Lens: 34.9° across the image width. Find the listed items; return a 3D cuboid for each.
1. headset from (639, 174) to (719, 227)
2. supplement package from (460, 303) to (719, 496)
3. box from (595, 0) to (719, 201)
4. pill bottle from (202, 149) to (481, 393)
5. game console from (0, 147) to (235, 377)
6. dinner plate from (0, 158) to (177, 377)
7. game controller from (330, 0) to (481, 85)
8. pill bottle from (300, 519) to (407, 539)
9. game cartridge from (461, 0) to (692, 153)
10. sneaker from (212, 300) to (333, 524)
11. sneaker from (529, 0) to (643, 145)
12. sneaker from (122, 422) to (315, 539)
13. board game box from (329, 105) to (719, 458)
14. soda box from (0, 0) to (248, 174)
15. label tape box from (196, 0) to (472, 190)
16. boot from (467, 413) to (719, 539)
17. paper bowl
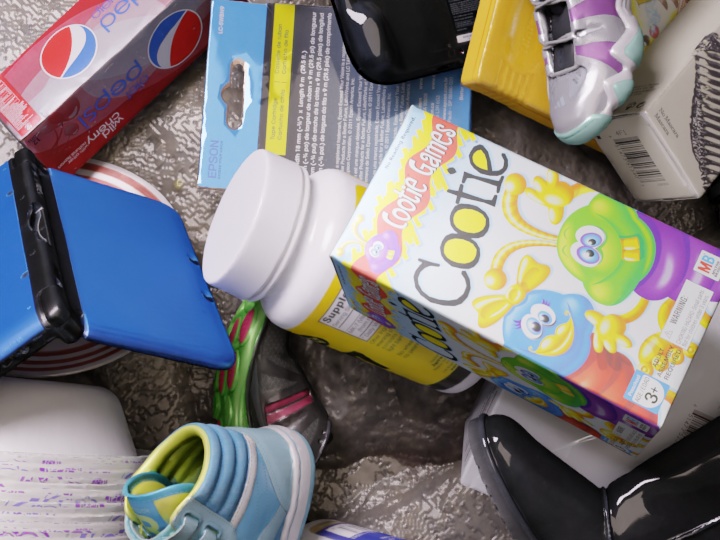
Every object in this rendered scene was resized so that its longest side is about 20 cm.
[{"bbox_3d":[0.289,-0.028,0.840,0.196,0.094,0.126,0,83,15],"label":"headset"},{"bbox_3d":[0.178,0.071,0.785,0.154,0.111,0.203,24,106,1],"label":"supplement package"},{"bbox_3d":[0.258,-0.145,0.834,0.200,0.068,0.082,-48,111,-19],"label":"box"},{"bbox_3d":[0.000,0.000,0.786,0.198,0.114,0.116,23,82,-22],"label":"pill bottle"},{"bbox_3d":[-0.198,0.021,0.745,0.170,0.201,0.119,-35,128,3],"label":"game console"},{"bbox_3d":[-0.222,-0.003,0.819,0.196,0.024,0.203,5,52,-6],"label":"dinner plate"},{"bbox_3d":[0.067,-0.199,0.818,0.198,0.042,0.106,-18,101,-28],"label":"game controller"},{"bbox_3d":[0.036,0.240,0.740,0.198,0.119,0.122,5,81,41],"label":"pill bottle"},{"bbox_3d":[0.177,-0.184,0.842,0.198,0.032,0.179,19,82,-30],"label":"game cartridge"},{"bbox_3d":[-0.062,0.103,0.834,0.082,0.077,0.204,6,83,-23],"label":"sneaker"},{"bbox_3d":[0.121,-0.195,0.759,0.138,0.077,0.203,20,72,-26],"label":"sneaker"},{"bbox_3d":[-0.103,0.189,0.707,0.079,0.130,0.204,-2,74,38],"label":"sneaker"},{"bbox_3d":[0.096,0.008,0.659,0.198,0.103,0.106,26,77,14],"label":"board game box"},{"bbox_3d":[-0.179,-0.164,0.847,0.200,0.070,0.063,-44,65,-6],"label":"soda box"},{"bbox_3d":[-0.016,-0.117,0.855,0.196,0.063,0.147,4,81,-2],"label":"label tape box"},{"bbox_3d":[0.186,0.119,0.703,0.198,0.066,0.166,-28,107,16],"label":"boot"},{"bbox_3d":[-0.231,0.124,0.752,0.197,0.201,0.106,5,82,-1],"label":"paper bowl"}]
